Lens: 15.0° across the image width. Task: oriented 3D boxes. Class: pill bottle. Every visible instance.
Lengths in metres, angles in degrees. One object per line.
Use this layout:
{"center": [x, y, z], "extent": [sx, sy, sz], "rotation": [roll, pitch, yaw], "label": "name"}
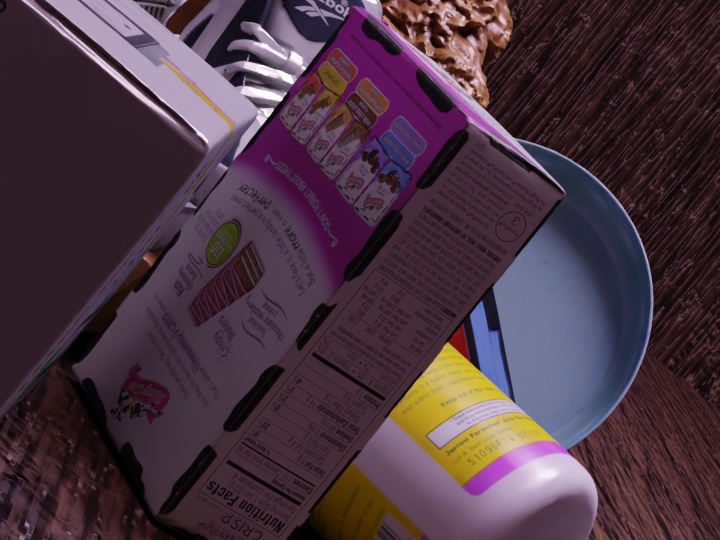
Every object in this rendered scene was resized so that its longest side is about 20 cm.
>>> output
{"center": [0.006, 0.071, 1.243], "extent": [0.200, 0.104, 0.104], "rotation": [43, 8, 28], "label": "pill bottle"}

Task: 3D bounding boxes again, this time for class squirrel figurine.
{"center": [-0.026, -0.111, 1.421], "extent": [0.200, 0.142, 0.187], "rotation": [0, 22, 38], "label": "squirrel figurine"}

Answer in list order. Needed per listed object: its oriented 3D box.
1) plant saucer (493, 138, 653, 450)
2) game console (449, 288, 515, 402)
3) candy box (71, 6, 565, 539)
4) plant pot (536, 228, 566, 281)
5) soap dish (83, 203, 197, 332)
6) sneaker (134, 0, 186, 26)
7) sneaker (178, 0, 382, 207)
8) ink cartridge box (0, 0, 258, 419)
{"center": [0.064, 0.022, 1.541], "extent": [0.200, 0.200, 0.027], "rotation": [41, -9, 17], "label": "plant saucer"}
{"center": [0.065, 0.074, 1.388], "extent": [0.177, 0.031, 0.200], "rotation": [2, 77, -77], "label": "game console"}
{"center": [-0.021, 0.006, 1.113], "extent": [0.061, 0.200, 0.136], "rotation": [35, 9, -31], "label": "candy box"}
{"center": [0.072, 0.025, 1.650], "extent": [0.027, 0.200, 0.200], "rotation": [-28, 59, -36], "label": "plant pot"}
{"center": [-0.159, -0.051, 1.267], "extent": [0.200, 0.081, 0.157], "rotation": [41, 7, 9], "label": "soap dish"}
{"center": [-0.198, -0.168, 1.525], "extent": [0.200, 0.078, 0.099], "rotation": [20, -12, -33], "label": "sneaker"}
{"center": [-0.039, -0.089, 1.259], "extent": [0.079, 0.130, 0.199], "rotation": [36, 7, -17], "label": "sneaker"}
{"center": [-0.144, -0.044, 1.013], "extent": [0.146, 0.147, 0.200], "rotation": [40, 7, -2], "label": "ink cartridge box"}
